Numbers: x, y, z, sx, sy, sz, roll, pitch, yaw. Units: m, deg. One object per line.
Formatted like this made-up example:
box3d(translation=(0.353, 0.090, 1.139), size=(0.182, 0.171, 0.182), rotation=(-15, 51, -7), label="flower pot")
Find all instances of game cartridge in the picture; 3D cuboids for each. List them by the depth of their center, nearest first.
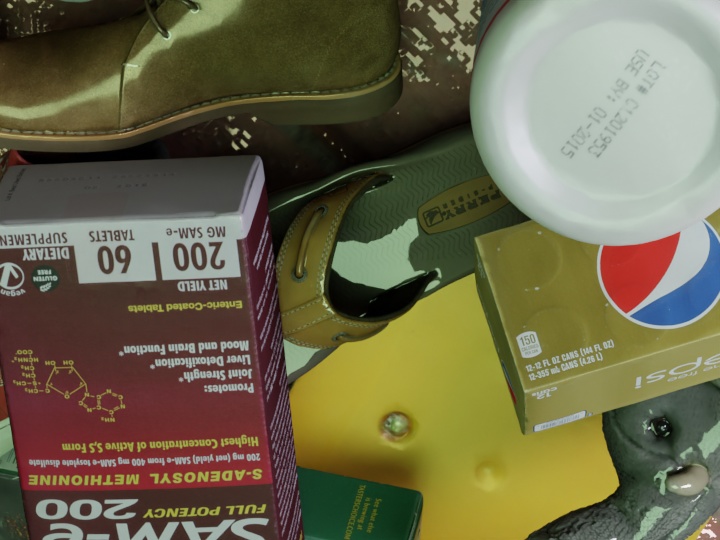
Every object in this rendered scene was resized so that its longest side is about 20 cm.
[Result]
box3d(translation=(0.059, 0.085, 1.178), size=(0.199, 0.032, 0.177), rotation=(26, 114, -9), label="game cartridge")

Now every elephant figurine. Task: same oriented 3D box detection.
box3d(translation=(0.162, 0.041, 1.082), size=(0.199, 0.156, 0.142), rotation=(1, 125, -2), label="elephant figurine")

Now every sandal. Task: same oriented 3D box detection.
box3d(translation=(0.000, 0.000, 1.088), size=(0.199, 0.055, 0.082), rotation=(-23, 111, -2), label="sandal")

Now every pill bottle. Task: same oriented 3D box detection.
box3d(translation=(0.100, -0.096, 0.998), size=(0.108, 0.200, 0.109), rotation=(2, 115, 4), label="pill bottle")

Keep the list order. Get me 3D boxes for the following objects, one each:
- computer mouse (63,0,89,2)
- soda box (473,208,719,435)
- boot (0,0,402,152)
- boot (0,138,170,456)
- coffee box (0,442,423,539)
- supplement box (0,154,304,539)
box3d(translation=(-0.079, -0.197, 1.053), size=(0.110, 0.044, 0.200), rotation=(42, 114, 4), label="computer mouse")
box3d(translation=(0.147, -0.002, 1.007), size=(0.199, 0.064, 0.068), rotation=(-16, 70, -3), label="soda box")
box3d(translation=(-0.081, -0.098, 1.066), size=(0.199, 0.074, 0.076), rotation=(-9, 132, -9), label="boot")
box3d(translation=(-0.165, 0.010, 1.108), size=(0.199, 0.073, 0.145), rotation=(-20, 135, -2), label="boot")
box3d(translation=(-0.073, 0.134, 1.173), size=(0.199, 0.044, 0.123), rotation=(11, 134, 7), label="coffee box")
box3d(translation=(-0.085, 0.057, 1.058), size=(0.108, 0.061, 0.201), rotation=(-3, 117, 7), label="supplement box")
